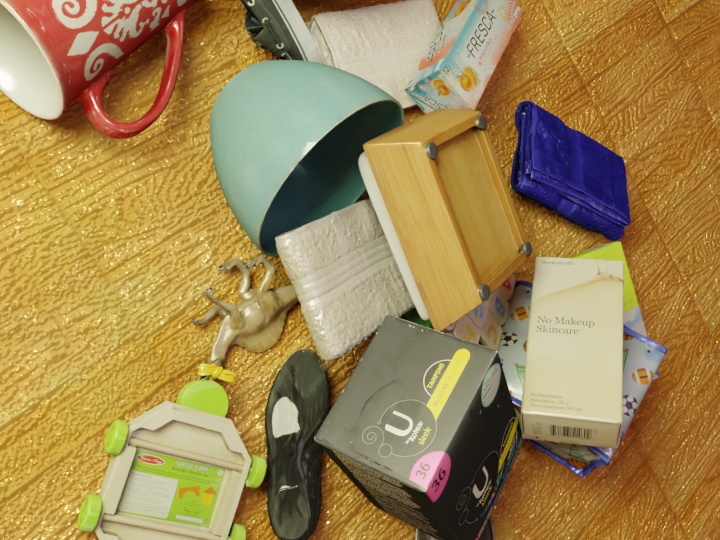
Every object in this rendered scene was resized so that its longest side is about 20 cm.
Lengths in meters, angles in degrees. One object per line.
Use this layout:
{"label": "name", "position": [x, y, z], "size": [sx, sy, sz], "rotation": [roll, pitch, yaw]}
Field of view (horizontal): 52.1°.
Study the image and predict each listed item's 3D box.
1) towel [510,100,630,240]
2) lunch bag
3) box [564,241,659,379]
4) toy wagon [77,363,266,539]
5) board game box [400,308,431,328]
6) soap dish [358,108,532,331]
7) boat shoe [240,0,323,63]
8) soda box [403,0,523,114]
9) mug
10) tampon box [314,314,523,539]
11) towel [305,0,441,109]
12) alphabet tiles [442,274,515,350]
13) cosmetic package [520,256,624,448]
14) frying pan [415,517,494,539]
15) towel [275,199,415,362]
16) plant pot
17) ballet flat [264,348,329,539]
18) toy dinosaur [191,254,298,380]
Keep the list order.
{"label": "towel", "position": [0.296, -0.139, 1.018], "size": [0.200, 0.050, 0.148], "rotation": [23, 62, -26]}
{"label": "lunch bag", "position": [0.236, 0.124, 0.908], "size": [0.200, 0.124, 0.170], "rotation": [31, 66, 11]}
{"label": "box", "position": [0.335, 0.071, 1.022], "size": [0.122, 0.048, 0.200], "rotation": [-17, 91, -32]}
{"label": "toy wagon", "position": [-0.168, 0.187, 0.703], "size": [0.155, 0.040, 0.200], "rotation": [23, 76, -27]}
{"label": "board game box", "position": [0.057, -0.028, 0.887], "size": [0.105, 0.023, 0.200], "rotation": [24, 71, -28]}
{"label": "soap dish", "position": [0.094, -0.060, 0.755], "size": [0.157, 0.081, 0.200], "rotation": [-34, 106, -48]}
{"label": "boat shoe", "position": [-0.098, -0.267, 0.776], "size": [0.057, 0.069, 0.200], "rotation": [-34, 142, -1]}
{"label": "soda box", "position": [0.130, -0.272, 0.908], "size": [0.068, 0.064, 0.200], "rotation": [43, 56, -23]}
{"label": "mug", "position": [-0.246, -0.236, 0.695], "size": [0.200, 0.133, 0.178], "rotation": [-51, 142, -31]}
{"label": "tampon box", "position": [0.071, 0.170, 0.752], "size": [0.150, 0.126, 0.200], "rotation": [-59, 147, -23]}
{"label": "towel", "position": [0.034, -0.260, 0.902], "size": [0.200, 0.034, 0.133], "rotation": [-23, 95, -31]}
{"label": "alphabet tiles", "position": [0.126, -0.005, 0.851], "size": [0.196, 0.015, 0.200], "rotation": [49, 47, -33]}
{"label": "cosmetic package", "position": [0.238, 0.087, 0.819], "size": [0.073, 0.103, 0.200], "rotation": [70, 27, -53]}
{"label": "frying pan", "position": [0.094, 0.339, 0.853], "size": [0.115, 0.031, 0.190], "rotation": [50, 59, -14]}
{"label": "towel", "position": [0.000, 0.000, 0.769], "size": [0.200, 0.034, 0.133], "rotation": [-29, 99, -53]}
{"label": "plant pot", "position": [-0.073, -0.132, 0.745], "size": [0.135, 0.200, 0.200], "rotation": [43, 60, 13]}
{"label": "ballet flat", "position": [-0.069, 0.182, 0.775], "size": [0.066, 0.057, 0.200], "rotation": [5, 74, -2]}
{"label": "toy dinosaur", "position": [-0.104, 0.034, 0.774], "size": [0.200, 0.058, 0.101], "rotation": [-35, 116, -22]}
